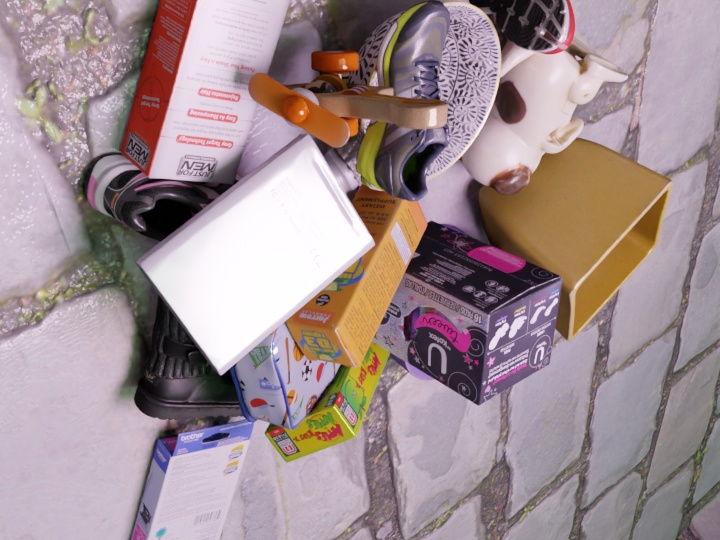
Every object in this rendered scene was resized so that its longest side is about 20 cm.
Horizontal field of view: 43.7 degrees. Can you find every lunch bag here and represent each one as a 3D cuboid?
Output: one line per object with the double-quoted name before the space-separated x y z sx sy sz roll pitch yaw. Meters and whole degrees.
"lunch bag" -0.071 0.057 0.970 0.201 0.075 0.162 -61 149 -44

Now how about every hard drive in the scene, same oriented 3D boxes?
"hard drive" -0.093 -0.017 0.847 0.200 0.026 0.133 -40 113 -17

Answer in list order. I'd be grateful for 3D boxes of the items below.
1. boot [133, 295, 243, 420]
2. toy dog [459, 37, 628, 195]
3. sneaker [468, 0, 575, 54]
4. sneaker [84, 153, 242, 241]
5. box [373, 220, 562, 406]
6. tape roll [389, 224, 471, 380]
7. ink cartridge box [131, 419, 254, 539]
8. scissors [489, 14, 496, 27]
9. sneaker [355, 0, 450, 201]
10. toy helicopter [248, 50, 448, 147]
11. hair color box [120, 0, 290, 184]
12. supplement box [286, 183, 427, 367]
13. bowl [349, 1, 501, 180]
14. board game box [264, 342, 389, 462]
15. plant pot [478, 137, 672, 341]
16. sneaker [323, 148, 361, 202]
"boot" -0.146 0.080 1.004 0.210 0.079 0.159 -2 117 -47
"toy dog" 0.204 -0.189 1.098 0.193 0.139 0.201 -25 149 -56
"sneaker" 0.191 -0.282 0.966 0.084 0.201 0.077 19 116 -26
"sneaker" -0.165 -0.051 0.876 0.199 0.086 0.081 1 120 -46
"box" 0.103 0.042 1.005 0.131 0.199 0.116 -22 124 -37
"tape roll" 0.108 0.045 1.232 0.199 0.085 0.202 -26 134 -29
"ink cartridge box" -0.208 0.264 1.114 0.118 0.042 0.202 -4 124 -44
"scissors" 0.123 -0.224 1.095 0.073 0.014 0.202 -17 128 -39
"sneaker" 0.058 -0.159 0.873 0.073 0.081 0.202 -14 128 -38
"toy helicopter" -0.009 -0.149 0.800 0.131 0.199 0.080 -15 113 -42
"hair color box" -0.141 -0.184 0.819 0.101 0.061 0.202 0 118 -46
"supplement box" 0.000 0.000 0.934 0.201 0.066 0.069 -64 144 -31
"bowl" 0.050 -0.204 0.972 0.200 0.094 0.202 -27 136 -30
"board game box" -0.030 0.131 1.062 0.048 0.101 0.200 55 30 -18
"plant pot" 0.268 -0.064 1.204 0.194 0.200 0.196 -45 156 -9
"sneaker" -0.027 -0.052 1.046 0.081 0.075 0.201 -29 133 -3
